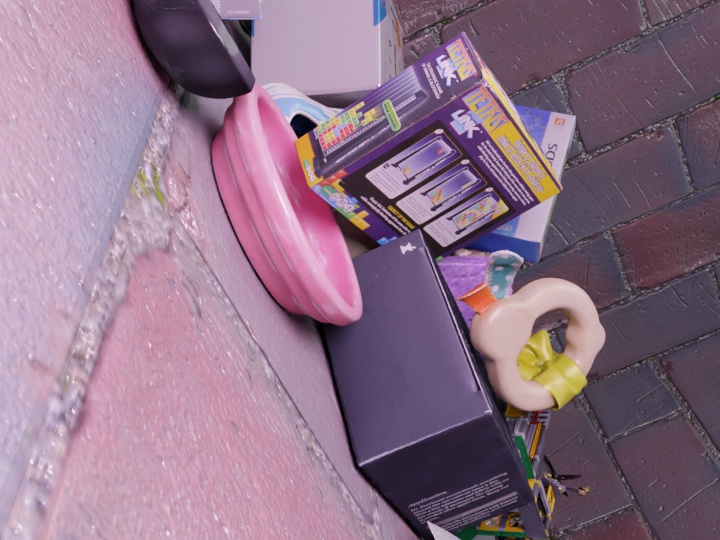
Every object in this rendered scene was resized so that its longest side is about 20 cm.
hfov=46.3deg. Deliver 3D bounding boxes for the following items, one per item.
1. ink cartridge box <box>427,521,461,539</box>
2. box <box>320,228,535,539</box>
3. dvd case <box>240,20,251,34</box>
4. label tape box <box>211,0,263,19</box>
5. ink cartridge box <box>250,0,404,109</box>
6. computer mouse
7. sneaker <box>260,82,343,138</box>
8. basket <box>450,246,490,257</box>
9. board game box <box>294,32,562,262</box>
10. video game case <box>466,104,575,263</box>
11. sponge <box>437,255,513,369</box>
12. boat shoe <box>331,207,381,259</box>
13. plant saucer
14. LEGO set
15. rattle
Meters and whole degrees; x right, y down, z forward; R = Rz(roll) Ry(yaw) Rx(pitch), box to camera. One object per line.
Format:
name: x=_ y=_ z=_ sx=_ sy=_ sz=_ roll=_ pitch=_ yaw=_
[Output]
ink cartridge box: x=0.099 y=0.324 z=0.714 sx=0.201 sy=0.047 sz=0.160 roll=64 pitch=6 yaw=29
box: x=0.058 y=0.109 z=0.769 sx=0.200 sy=0.117 sz=0.197 roll=59 pitch=10 yaw=-50
dvd case: x=-0.150 y=-0.372 z=1.142 sx=0.200 sy=0.025 sz=0.151 roll=0 pitch=67 yaw=-83
label tape box: x=-0.124 y=-0.363 z=0.798 sx=0.144 sy=0.066 sz=0.201 roll=-94 pitch=-173 yaw=-47
ink cartridge box: x=-0.030 y=-0.244 z=0.982 sx=0.200 sy=0.144 sz=0.148 roll=31 pitch=57 yaw=-78
computer mouse: x=-0.131 y=-0.181 z=0.606 sx=0.200 sy=0.053 sz=0.139 roll=59 pitch=-2 yaw=45
sneaker: x=-0.037 y=-0.135 z=0.868 sx=0.199 sy=0.072 sz=0.073 roll=7 pitch=56 yaw=-50
basket: x=0.108 y=-0.004 z=1.029 sx=0.200 sy=0.135 sz=0.124 roll=58 pitch=35 yaw=-56
board game box: x=0.065 y=-0.090 z=0.733 sx=0.200 sy=0.165 sz=0.057 roll=36 pitch=28 yaw=-54
video game case: x=0.124 y=-0.114 z=0.946 sx=0.046 sy=0.199 sz=0.182 roll=81 pitch=27 yaw=-56
sponge: x=0.103 y=0.078 z=0.919 sx=0.030 sy=0.111 sz=0.201 roll=-107 pitch=-163 yaw=-65
boat shoe: x=-0.003 y=0.001 z=0.853 sx=0.202 sy=0.073 sz=0.063 roll=67 pitch=6 yaw=-45
plant saucer: x=-0.060 y=-0.045 z=0.666 sx=0.201 sy=0.051 sz=0.202 roll=-23 pitch=90 yaw=-82
LEGO set: x=0.148 y=0.196 z=0.923 sx=0.201 sy=0.153 sz=0.116 roll=62 pitch=34 yaw=-22
rattle: x=0.127 y=0.038 z=0.788 sx=0.199 sy=0.130 sz=0.143 roll=29 pitch=17 yaw=-33
